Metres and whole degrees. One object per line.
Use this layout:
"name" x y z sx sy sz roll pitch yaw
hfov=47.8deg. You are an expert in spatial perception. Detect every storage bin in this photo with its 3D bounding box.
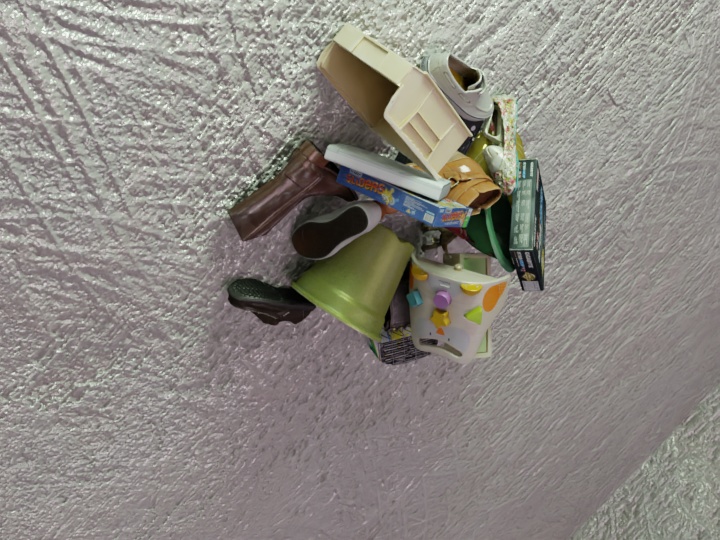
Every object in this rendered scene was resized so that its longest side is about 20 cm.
"storage bin" 0.052 -0.272 1.292 0.094 0.200 0.198 -47 139 3

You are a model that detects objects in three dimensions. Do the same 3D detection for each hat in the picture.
"hat" 0.194 -0.078 1.574 0.166 0.174 0.203 -47 120 -57

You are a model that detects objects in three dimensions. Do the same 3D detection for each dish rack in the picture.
"dish rack" 0.089 0.089 1.671 0.151 0.054 0.203 -11 107 -21

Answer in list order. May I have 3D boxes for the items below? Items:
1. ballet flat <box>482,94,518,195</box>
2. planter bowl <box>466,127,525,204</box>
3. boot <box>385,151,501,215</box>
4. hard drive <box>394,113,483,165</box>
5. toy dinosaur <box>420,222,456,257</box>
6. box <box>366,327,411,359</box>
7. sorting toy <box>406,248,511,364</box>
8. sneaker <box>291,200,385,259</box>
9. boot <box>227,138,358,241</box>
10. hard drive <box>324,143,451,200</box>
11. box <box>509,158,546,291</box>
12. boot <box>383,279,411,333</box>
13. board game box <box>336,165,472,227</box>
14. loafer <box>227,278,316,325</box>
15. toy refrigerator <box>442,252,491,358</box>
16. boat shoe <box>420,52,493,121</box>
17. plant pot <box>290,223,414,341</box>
"ballet flat" 0.259 -0.238 1.528 0.063 0.203 0.076 9 160 -17
"planter bowl" 0.274 -0.180 1.634 0.198 0.084 0.203 -21 134 -23
"boot" 0.139 -0.135 1.454 0.199 0.155 0.074 -35 139 -9
"hard drive" 0.133 -0.215 1.529 0.138 0.038 0.202 7 118 -41
"toy dinosaur" 0.169 -0.071 1.620 0.200 0.100 0.059 -32 111 -61
"box" 0.100 0.093 1.754 0.198 0.048 0.118 -30 136 -12
"sorting toy" 0.162 0.080 1.520 0.107 0.197 0.183 -38 138 -57
"sneaker" -0.034 -0.073 1.439 0.084 0.198 0.074 -28 99 -49
"boot" -0.116 -0.112 1.405 0.200 0.064 0.186 -44 140 6
"hard drive" 0.049 -0.166 1.352 0.132 0.197 0.027 -36 147 -74
"box" 0.322 -0.085 1.553 0.045 0.203 0.159 -2 150 20
"boot" 0.124 0.098 1.626 0.172 0.069 0.204 -11 98 -22
"board game box" 0.075 -0.126 1.365 0.135 0.198 0.035 -5 118 -60
"loafer" -0.167 0.070 1.501 0.198 0.073 0.072 14 113 -44
"toy refrigerator" 0.210 0.067 1.587 0.075 0.070 0.204 -1 91 -27
"boat shoe" 0.190 -0.327 1.440 0.199 0.069 0.072 28 67 -43
"plant pot" 0.000 0.000 1.507 0.200 0.200 0.186 30 92 -48
